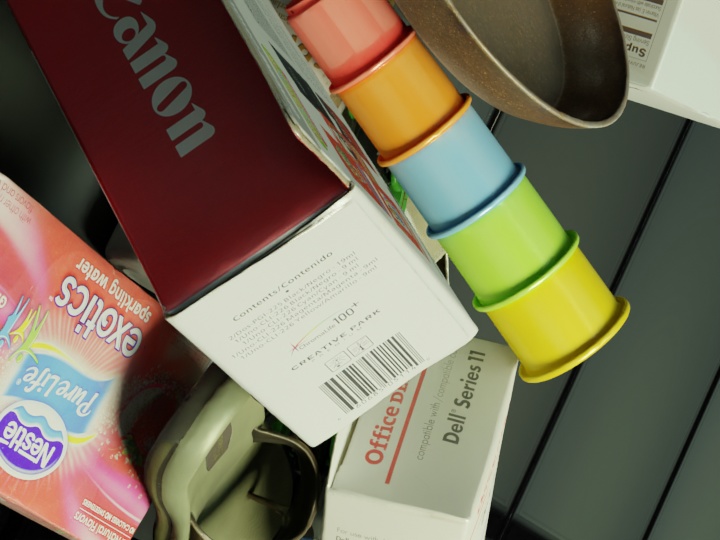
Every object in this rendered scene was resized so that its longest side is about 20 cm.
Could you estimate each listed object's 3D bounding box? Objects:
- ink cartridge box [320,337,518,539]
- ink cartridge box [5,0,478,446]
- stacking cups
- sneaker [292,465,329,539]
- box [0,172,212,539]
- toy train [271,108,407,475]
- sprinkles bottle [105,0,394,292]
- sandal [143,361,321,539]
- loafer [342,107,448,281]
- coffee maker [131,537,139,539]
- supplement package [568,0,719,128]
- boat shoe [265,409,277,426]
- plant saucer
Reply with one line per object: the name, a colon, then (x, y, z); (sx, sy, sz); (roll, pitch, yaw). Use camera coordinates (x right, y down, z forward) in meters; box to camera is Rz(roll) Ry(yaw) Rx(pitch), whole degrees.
ink cartridge box: (0.025, 0.107, 0.963); (0.117, 0.067, 0.201); (-69, 169, -47)
ink cartridge box: (-0.060, -0.060, 0.793); (0.084, 0.200, 0.176); (-34, 146, 5)
stacking cups: (0.039, -0.046, 0.924); (0.060, 0.060, 0.200); (-44, 102, -35)
sneaker: (0.017, 0.094, 1.086); (0.076, 0.077, 0.200); (-87, -166, -45)
box: (-0.150, 0.028, 0.816); (0.103, 0.094, 0.200); (-61, 149, -11)
toy train: (0.000, 0.000, 0.995); (0.056, 0.042, 0.201); (10, 93, -72)
sprinkles bottle: (-0.042, -0.078, 0.949); (0.201, 0.068, 0.068); (-63, 149, -10)
sandal: (-0.049, 0.095, 0.889); (0.080, 0.057, 0.201); (-61, 170, -14)
loafer: (0.019, -0.029, 1.075); (0.076, 0.068, 0.201); (-41, 140, -38)
coffee maker: (-0.136, 0.224, 0.918); (0.200, 0.192, 0.135); (-48, 141, -1)
supplement package: (0.149, -0.196, 1.097); (0.152, 0.150, 0.201); (11, 99, -60)
boat shoe: (-0.072, 0.055, 0.993); (0.200, 0.068, 0.057); (-24, 124, -58)
plant saucer: (0.052, -0.147, 0.945); (0.200, 0.034, 0.201); (41, 34, -35)
